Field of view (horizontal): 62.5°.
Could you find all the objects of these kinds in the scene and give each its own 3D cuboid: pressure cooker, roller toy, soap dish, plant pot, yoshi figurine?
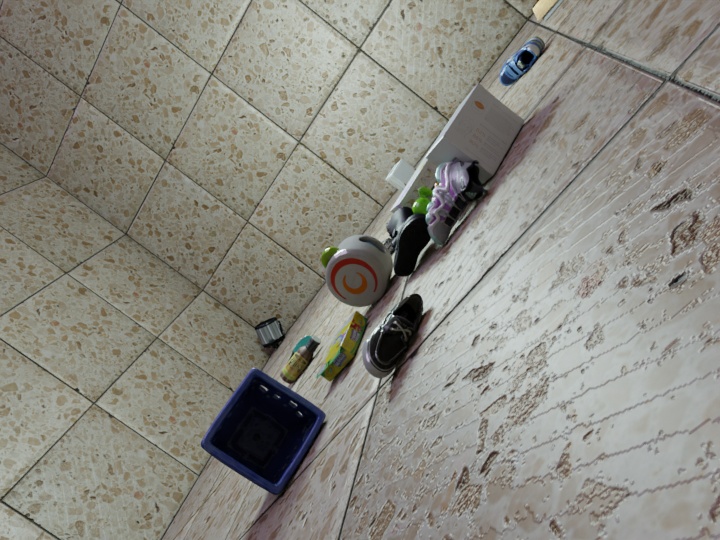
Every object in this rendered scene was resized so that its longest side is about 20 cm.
[{"bbox_3d":[-0.617,0.442,4.090,0.178,0.202,0.175,-19,7,41],"label":"pressure cooker"},{"bbox_3d":[0.000,0.000,1.706,0.181,0.201,0.140,-13,23,20],"label":"roller toy"},{"bbox_3d":[0.787,-1.128,2.424,0.157,0.081,0.201,-47,10,49],"label":"soap dish"},{"bbox_3d":[-0.220,0.362,1.316,0.201,0.199,0.180,-57,1,-26],"label":"plant pot"},{"bbox_3d":[0.189,-0.164,1.519,0.113,0.111,0.200,-61,3,-7],"label":"yoshi figurine"}]

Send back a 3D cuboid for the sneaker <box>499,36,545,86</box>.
[{"bbox_3d":[0.533,-0.695,1.999,0.200,0.074,0.083,-48,10,52],"label":"sneaker"}]

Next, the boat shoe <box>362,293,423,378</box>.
[{"bbox_3d":[0.063,0.111,1.085,0.064,0.070,0.200,-50,5,41],"label":"boat shoe"}]

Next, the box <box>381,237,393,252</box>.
[{"bbox_3d":[0.039,-0.014,2.118,0.201,0.050,0.198,-55,6,-13],"label":"box"}]

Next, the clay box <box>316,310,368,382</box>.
[{"bbox_3d":[-0.047,0.203,1.548,0.115,0.047,0.200,-51,8,30],"label":"clay box"}]

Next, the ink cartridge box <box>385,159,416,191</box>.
[{"bbox_3d":[0.199,-0.393,2.559,0.083,0.145,0.200,-56,5,-1],"label":"ink cartridge box"}]

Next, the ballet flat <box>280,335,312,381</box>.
[{"bbox_3d":[-0.234,0.332,2.246,0.201,0.072,0.072,-54,6,-6],"label":"ballet flat"}]

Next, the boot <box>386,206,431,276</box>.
[{"bbox_3d":[0.118,-0.108,1.493,0.201,0.076,0.169,107,164,-45],"label":"boot"}]

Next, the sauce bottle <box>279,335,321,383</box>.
[{"bbox_3d":[-0.214,0.319,2.138,0.201,0.064,0.065,-54,5,16],"label":"sauce bottle"}]

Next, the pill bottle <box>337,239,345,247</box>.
[{"bbox_3d":[-0.066,-0.108,3.206,0.111,0.111,0.200,-56,6,-22],"label":"pill bottle"}]

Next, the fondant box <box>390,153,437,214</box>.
[{"bbox_3d":[0.171,-0.248,1.703,0.201,0.058,0.144,-58,5,-6],"label":"fondant box"}]

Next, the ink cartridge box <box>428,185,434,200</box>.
[{"bbox_3d":[0.258,-0.268,1.731,0.115,0.068,0.201,-49,8,44],"label":"ink cartridge box"}]

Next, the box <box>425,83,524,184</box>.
[{"bbox_3d":[0.280,-0.322,1.449,0.201,0.152,0.106,-56,5,-26],"label":"box"}]

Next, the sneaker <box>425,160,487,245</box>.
[{"bbox_3d":[0.227,-0.159,1.344,0.139,0.077,0.202,-1,78,46],"label":"sneaker"}]
